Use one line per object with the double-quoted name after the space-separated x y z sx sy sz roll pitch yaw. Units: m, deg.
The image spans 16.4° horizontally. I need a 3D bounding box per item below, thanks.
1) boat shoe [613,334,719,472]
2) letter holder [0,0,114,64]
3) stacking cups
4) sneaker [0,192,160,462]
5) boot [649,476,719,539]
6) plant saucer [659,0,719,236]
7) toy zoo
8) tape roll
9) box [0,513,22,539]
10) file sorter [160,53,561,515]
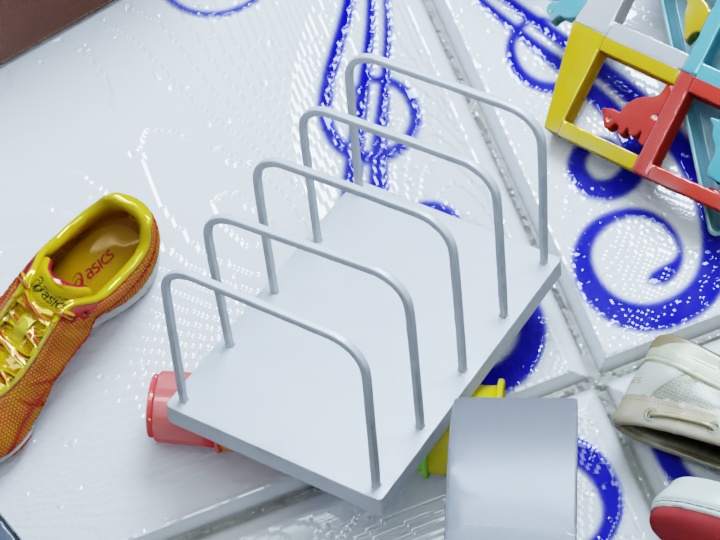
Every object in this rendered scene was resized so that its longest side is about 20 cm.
0.234 0.106 1.371 0.199 0.072 0.065 27 72 19 "boat shoe"
-0.189 -0.223 1.481 0.199 0.142 0.101 -31 70 -11 "letter holder"
-0.020 0.086 1.392 0.199 0.061 0.061 2 67 4 "stacking cups"
-0.190 0.033 1.410 0.073 0.077 0.200 33 74 12 "sneaker"
0.218 0.211 1.328 0.199 0.072 0.145 32 73 10 "boot"
0.219 -0.123 1.468 0.070 0.019 0.201 -14 76 18 "plant saucer"
0.195 -0.112 1.455 0.199 0.020 0.132 27 91 22 "toy zoo"
0.078 0.165 1.278 0.066 0.200 0.202 0 67 6 "tape roll"
-0.232 0.167 1.288 0.115 0.200 0.132 -37 70 -14 "box"
0.000 0.000 1.351 0.138 0.125 0.200 21 52 24 "file sorter"
